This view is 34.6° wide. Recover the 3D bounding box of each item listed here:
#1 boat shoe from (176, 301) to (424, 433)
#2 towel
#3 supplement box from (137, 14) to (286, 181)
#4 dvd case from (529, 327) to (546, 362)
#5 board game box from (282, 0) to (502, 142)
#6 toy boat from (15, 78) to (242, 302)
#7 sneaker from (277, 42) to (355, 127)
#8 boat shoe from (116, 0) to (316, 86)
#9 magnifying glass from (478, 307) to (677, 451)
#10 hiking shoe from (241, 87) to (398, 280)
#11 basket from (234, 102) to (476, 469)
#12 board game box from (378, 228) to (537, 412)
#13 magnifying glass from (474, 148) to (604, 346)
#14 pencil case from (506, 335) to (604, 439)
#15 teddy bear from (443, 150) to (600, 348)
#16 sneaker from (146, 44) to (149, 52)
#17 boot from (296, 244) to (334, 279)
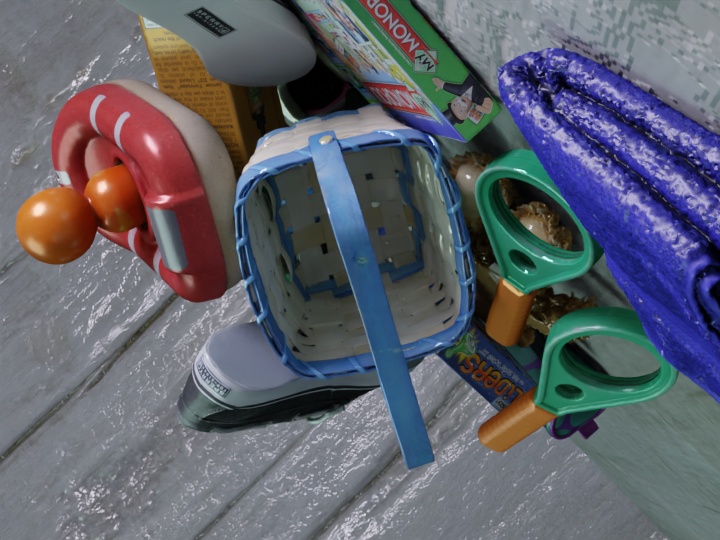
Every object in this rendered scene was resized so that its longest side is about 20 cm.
[{"bbox_3d":[-0.037,0.072,0.791,0.199,0.068,0.074,-14,-123,-49],"label":"boat shoe"},{"bbox_3d":[0.135,0.005,0.472,0.148,0.050,0.200,44,178,45],"label":"towel"},{"bbox_3d":[-0.105,-0.150,0.813,0.069,0.067,0.200,0,119,28],"label":"supplement box"},{"bbox_3d":[0.132,0.017,1.135,0.200,0.018,0.143,56,-175,36],"label":"dvd case"},{"bbox_3d":[0.003,-0.140,0.690,0.135,0.029,0.200,47,179,-15],"label":"board game box"},{"bbox_3d":[-0.167,-0.046,0.774,0.200,0.131,0.131,33,141,54],"label":"toy boat"},{"bbox_3d":[-0.031,-0.131,0.949,0.200,0.081,0.088,46,-179,-43],"label":"sneaker"},{"bbox_3d":[-0.085,-0.171,0.710,0.200,0.071,0.064,30,-133,-66],"label":"boat shoe"},{"bbox_3d":[0.134,0.079,0.760,0.079,0.022,0.200,26,148,-10],"label":"magnifying glass"},{"bbox_3d":[-0.046,-0.071,0.914,0.087,0.200,0.074,42,-157,-32],"label":"hiking shoe"},{"bbox_3d":[0.000,0.000,0.695,0.200,0.139,0.177,-116,10,-62],"label":"basket"},{"bbox_3d":[0.061,0.031,0.909,0.135,0.034,0.200,42,-174,-33],"label":"board game box"},{"bbox_3d":[0.098,-0.004,0.687,0.080,0.022,0.200,36,159,16],"label":"magnifying glass"},{"bbox_3d":[0.176,0.092,1.242,0.200,0.085,0.092,45,163,40],"label":"pencil case"},{"bbox_3d":[0.107,-0.016,0.793,0.145,0.067,0.200,34,166,34],"label":"teddy bear"},{"bbox_3d":[-0.122,-0.119,0.926,0.081,0.083,0.200,36,153,42],"label":"sneaker"},{"bbox_3d":[-0.046,-0.088,1.054,0.198,0.163,0.073,36,164,-9],"label":"boot"}]
